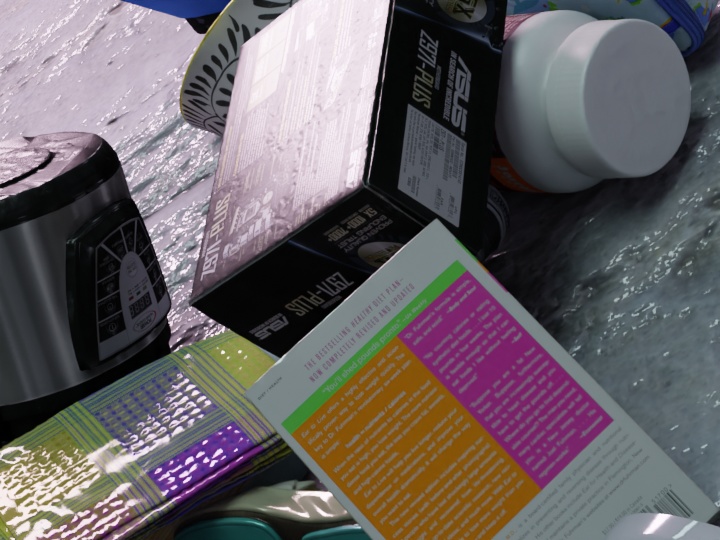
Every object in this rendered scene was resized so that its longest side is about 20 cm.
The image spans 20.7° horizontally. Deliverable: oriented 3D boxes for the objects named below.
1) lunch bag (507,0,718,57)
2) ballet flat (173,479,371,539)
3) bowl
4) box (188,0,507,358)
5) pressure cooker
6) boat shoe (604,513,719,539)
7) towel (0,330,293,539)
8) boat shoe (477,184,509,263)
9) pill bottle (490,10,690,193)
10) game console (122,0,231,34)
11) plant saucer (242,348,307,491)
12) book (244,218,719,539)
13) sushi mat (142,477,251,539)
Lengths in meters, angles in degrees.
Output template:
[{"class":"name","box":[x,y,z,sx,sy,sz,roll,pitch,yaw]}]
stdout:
[{"class":"lunch bag","box":[0.126,-0.193,1.253,0.199,0.161,0.083,-2,53,52]},{"class":"ballet flat","box":[-0.021,0.146,1.097,0.199,0.070,0.070,-5,46,44]},{"class":"bowl","box":[-0.023,-0.143,1.398,0.201,0.201,0.094,-43,73,-1]},{"class":"box","box":[-0.005,-0.072,1.140,0.163,0.086,0.202,-32,38,41]},{"class":"pressure cooker","box":[-0.217,0.024,1.322,0.174,0.202,0.179,-17,18,-8]},{"class":"boat shoe","box":[0.167,0.168,0.831,0.201,0.075,0.086,16,65,46]},{"class":"towel","box":[-0.130,0.108,1.145,0.199,0.023,0.143,-31,33,-18]},{"class":"boat shoe","box":[0.002,0.002,1.235,0.198,0.074,0.068,-12,29,32]},{"class":"pill bottle","box":[0.100,-0.103,1.214,0.199,0.110,0.110,4,53,53]},{"class":"game console","box":[-0.099,-0.274,1.669,0.199,0.118,0.172,-3,48,48]},{"class":"plant saucer","box":[-0.108,0.116,1.260,0.199,0.036,0.201,-30,32,21]},{"class":"book","box":[0.058,0.090,0.961,0.133,0.048,0.200,-42,73,-2]},{"class":"sushi mat","box":[-0.124,0.148,1.191,0.201,0.012,0.095,-52,40,-4]}]
